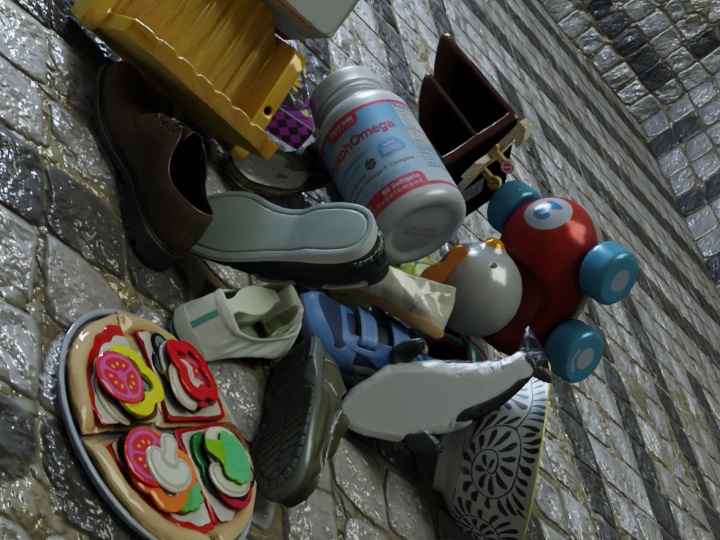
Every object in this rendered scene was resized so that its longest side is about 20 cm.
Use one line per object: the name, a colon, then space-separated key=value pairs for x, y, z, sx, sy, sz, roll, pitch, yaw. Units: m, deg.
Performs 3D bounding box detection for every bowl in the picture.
bowl: x=0.123 y=0.179 z=1.281 sx=0.093 sy=0.203 sz=0.201 roll=11 pitch=25 yaw=4

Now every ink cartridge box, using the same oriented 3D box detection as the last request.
ink cartridge box: x=-0.084 y=-0.310 z=1.323 sx=0.145 sy=0.084 sz=0.200 roll=38 pitch=-3 yaw=-20

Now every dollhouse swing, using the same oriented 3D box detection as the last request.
dollhouse swing: x=-0.130 y=-0.216 z=1.177 sx=0.200 sy=0.175 sz=0.183 roll=41 pitch=70 yaw=-27

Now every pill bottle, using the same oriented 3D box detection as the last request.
pill bottle: x=0.021 y=-0.114 z=1.355 sx=0.108 sy=0.108 sz=0.201 roll=25 pitch=30 yaw=-54

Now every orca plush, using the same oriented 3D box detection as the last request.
orca plush: x=0.075 y=0.106 z=1.224 sx=0.106 sy=0.198 sz=0.071 roll=60 pitch=-3 yaw=2

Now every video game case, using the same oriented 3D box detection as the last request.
video game case: x=-0.140 y=-0.235 z=1.364 sx=0.199 sy=0.036 sz=0.182 roll=32 pitch=29 yaw=-30

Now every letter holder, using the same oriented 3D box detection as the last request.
letter holder: x=0.092 y=-0.157 z=1.492 sx=0.143 sy=0.100 sz=0.200 roll=54 pitch=-10 yaw=17

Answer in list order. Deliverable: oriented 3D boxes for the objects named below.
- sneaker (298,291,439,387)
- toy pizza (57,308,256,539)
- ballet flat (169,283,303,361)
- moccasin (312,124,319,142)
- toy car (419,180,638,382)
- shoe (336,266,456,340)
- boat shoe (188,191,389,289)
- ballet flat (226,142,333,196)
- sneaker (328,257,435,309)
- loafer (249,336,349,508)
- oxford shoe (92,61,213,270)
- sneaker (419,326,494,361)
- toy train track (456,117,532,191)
sneaker: x=0.014 y=0.074 z=1.254 sx=0.200 sy=0.082 sz=0.074 roll=40 pitch=28 yaw=-35
toy pizza: x=-0.137 y=0.111 z=0.935 sx=0.200 sy=0.032 sz=0.201 roll=47 pitch=23 yaw=-26
ballet flat: x=-0.086 y=0.038 z=1.105 sx=0.070 sy=0.069 sz=0.200 roll=60 pitch=21 yaw=10
moccasin: x=0.013 y=-0.118 z=1.525 sx=0.202 sy=0.077 sz=0.074 roll=56 pitch=20 yaw=-4
toy car: x=0.143 y=0.004 z=1.335 sx=0.198 sy=0.179 sz=0.184 roll=6 pitch=23 yaw=-42
shoe: x=0.000 y=0.000 z=1.261 sx=0.198 sy=0.054 sz=0.070 roll=27 pitch=6 yaw=2
boat shoe: x=-0.070 y=-0.019 z=1.096 sx=0.076 sy=0.198 sz=0.061 roll=-62 pitch=145 yaw=-29
ballet flat: x=-0.083 y=-0.100 z=1.349 sx=0.068 sy=0.046 sz=0.200 roll=54 pitch=25 yaw=8
sneaker: x=0.015 y=-0.017 z=1.392 sx=0.106 sy=0.075 sz=0.200 roll=60 pitch=22 yaw=10
loafer: x=-0.038 y=0.128 z=1.069 sx=0.070 sy=0.075 sz=0.201 roll=45 pitch=24 yaw=-18
oxford shoe: x=-0.168 y=-0.105 z=1.102 sx=0.072 sy=0.084 sz=0.202 roll=17 pitch=43 yaw=-56
sneaker: x=0.091 y=0.086 z=1.416 sx=0.121 sy=0.083 sz=0.202 roll=47 pitch=22 yaw=-49
toy train track: x=0.118 y=-0.083 z=1.394 sx=0.033 sy=0.200 sz=0.115 roll=48 pitch=32 yaw=4
